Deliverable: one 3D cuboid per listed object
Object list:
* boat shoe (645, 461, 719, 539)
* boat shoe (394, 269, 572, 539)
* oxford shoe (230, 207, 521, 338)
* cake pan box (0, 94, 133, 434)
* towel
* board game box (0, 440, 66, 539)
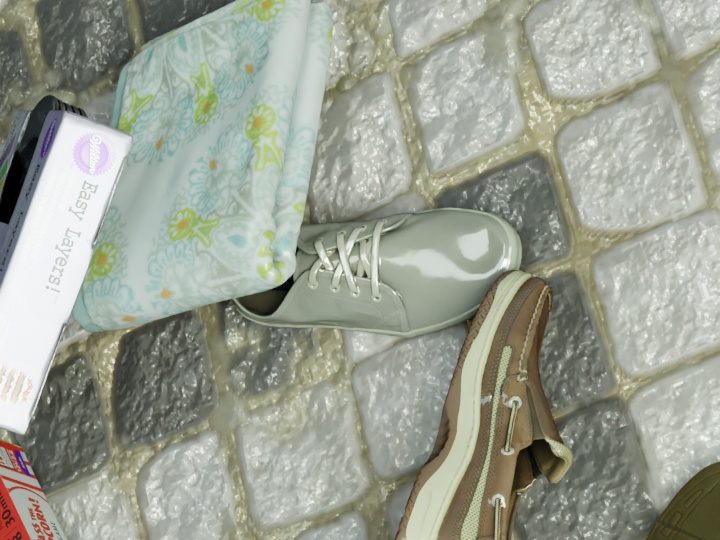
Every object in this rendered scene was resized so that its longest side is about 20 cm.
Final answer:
[{"bbox_3d":[0.179,0.202,1.234,0.073,0.063,0.202,-3,67,59],"label":"boat shoe"},{"bbox_3d":[0.082,0.096,1.292,0.074,0.075,0.203,14,64,15],"label":"boat shoe"},{"bbox_3d":[0.000,0.000,1.384,0.199,0.058,0.076,-4,74,28],"label":"oxford shoe"},{"bbox_3d":[-0.208,-0.007,1.448,0.201,0.052,0.184,-70,19,-1],"label":"cake pan box"},{"bbox_3d":[-0.097,-0.068,1.418,0.171,0.048,0.201,-17,56,44],"label":"towel"},{"bbox_3d":[-0.265,0.227,1.477,0.200,0.046,0.152,-43,55,14],"label":"board game box"}]
